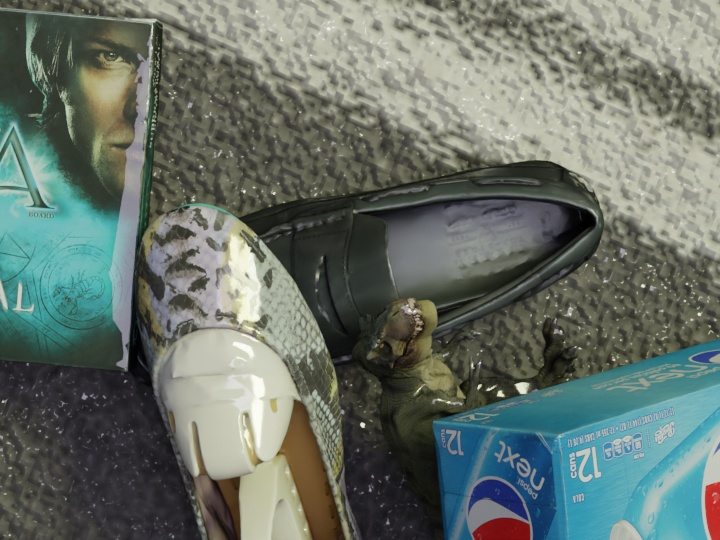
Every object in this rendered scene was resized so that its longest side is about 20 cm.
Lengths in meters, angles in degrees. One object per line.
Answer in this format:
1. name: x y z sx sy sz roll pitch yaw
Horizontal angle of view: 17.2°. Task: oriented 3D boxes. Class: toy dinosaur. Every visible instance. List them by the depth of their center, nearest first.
1. toy dinosaur: 0.052 0.073 0.943 0.088 0.047 0.201 -23 125 -10

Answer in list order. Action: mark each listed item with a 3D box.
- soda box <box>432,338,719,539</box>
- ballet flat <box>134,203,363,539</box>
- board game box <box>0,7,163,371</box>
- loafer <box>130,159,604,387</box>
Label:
1. soda box: 0.122 0.070 0.914 0.199 0.068 0.065 -13 100 -41
2. ballet flat: -0.039 0.072 0.903 0.072 0.072 0.201 -20 118 -8
3. board game box: -0.180 -0.037 0.912 0.199 0.028 0.136 5 92 2
4. loafer: 0.000 0.000 0.939 0.199 0.070 0.069 -16 95 -7
